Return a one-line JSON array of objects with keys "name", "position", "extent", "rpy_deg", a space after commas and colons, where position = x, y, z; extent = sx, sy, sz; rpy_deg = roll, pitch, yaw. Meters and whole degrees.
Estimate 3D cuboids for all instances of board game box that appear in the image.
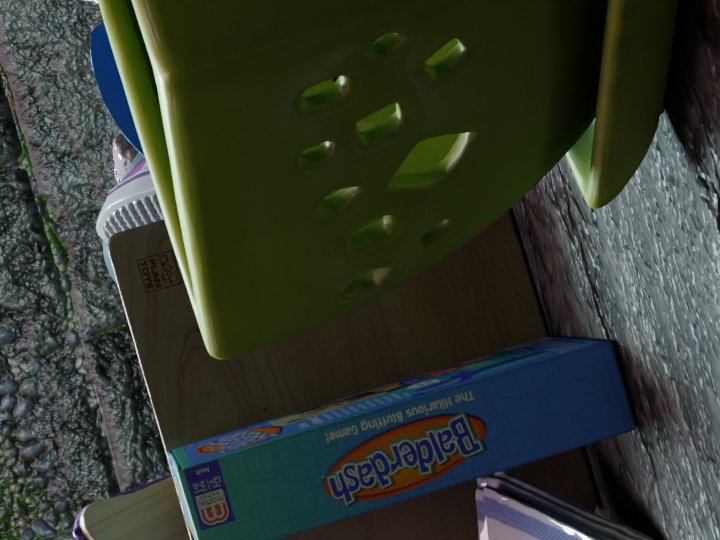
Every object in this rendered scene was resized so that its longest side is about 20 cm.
[{"name": "board game box", "position": [0.013, 0.079, 1.161], "extent": [0.152, 0.199, 0.045], "rpy_deg": [176, 78, -85]}]

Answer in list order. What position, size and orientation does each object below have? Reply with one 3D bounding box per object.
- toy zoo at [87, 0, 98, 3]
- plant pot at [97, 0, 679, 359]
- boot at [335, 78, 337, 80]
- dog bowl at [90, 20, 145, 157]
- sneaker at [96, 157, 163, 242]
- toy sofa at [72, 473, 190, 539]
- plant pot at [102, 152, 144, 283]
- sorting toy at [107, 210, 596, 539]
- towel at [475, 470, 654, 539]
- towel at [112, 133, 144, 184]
[{"name": "toy zoo", "position": [-0.101, -0.189, 1.246], "extent": [0.200, 0.020, 0.132], "rpy_deg": [14, 126, 35]}, {"name": "plant pot", "position": [0.001, -0.115, 0.856], "extent": [0.200, 0.181, 0.199], "rpy_deg": [85, 168, -63]}, {"name": "boot", "position": [0.031, -0.085, 1.137], "extent": [0.158, 0.079, 0.212], "rpy_deg": [-115, 11, -56]}, {"name": "dog bowl", "position": [-0.071, -0.136, 1.204], "extent": [0.111, 0.050, 0.200], "rpy_deg": [26, 131, 25]}, {"name": "sneaker", "position": [-0.073, -0.081, 1.428], "extent": [0.200, 0.073, 0.115], "rpy_deg": [-29, 40, 43]}, {"name": "toy sofa", "position": [-0.064, 0.138, 1.341], "extent": [0.098, 0.200, 0.083], "rpy_deg": [63, 154, 1]}, {"name": "plant pot", "position": [-0.037, -0.018, 1.542], "extent": [0.135, 0.200, 0.200], "rpy_deg": [45, 160, 28]}, {"name": "sorting toy", "position": [-0.006, 0.056, 1.275], "extent": [0.070, 0.198, 0.201], "rpy_deg": [118, 135, -82]}, {"name": "towel", "position": [0.109, 0.202, 1.184], "extent": [0.147, 0.024, 0.201], "rpy_deg": [19, 121, 58]}, {"name": "towel", "position": [-0.070, -0.065, 1.611], "extent": [0.032, 0.191, 0.200], "rpy_deg": [45, 158, 29]}]
